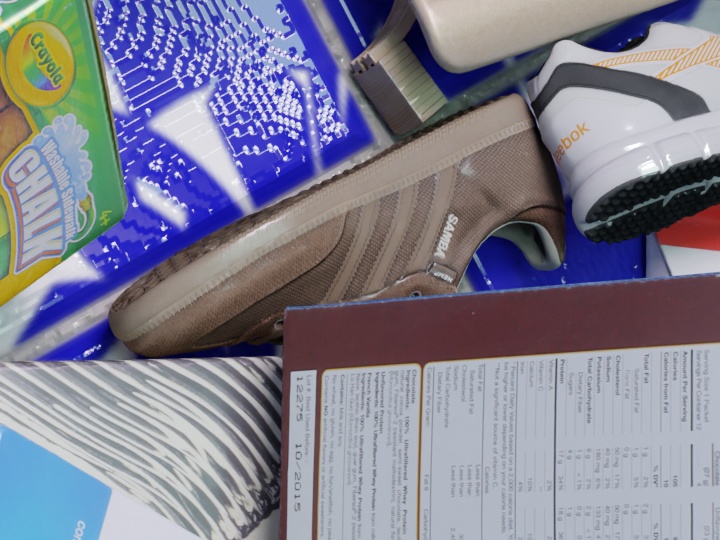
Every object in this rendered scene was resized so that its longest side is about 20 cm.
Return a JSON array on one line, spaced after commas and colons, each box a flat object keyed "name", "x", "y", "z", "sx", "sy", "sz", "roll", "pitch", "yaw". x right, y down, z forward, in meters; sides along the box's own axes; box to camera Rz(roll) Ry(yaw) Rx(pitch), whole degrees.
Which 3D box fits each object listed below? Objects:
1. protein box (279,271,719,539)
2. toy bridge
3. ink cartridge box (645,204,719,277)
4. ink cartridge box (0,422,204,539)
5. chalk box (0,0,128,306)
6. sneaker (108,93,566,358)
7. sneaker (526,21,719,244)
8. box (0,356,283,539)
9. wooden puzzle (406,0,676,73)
[{"name": "protein box", "x": 0.107, "y": 0.083, "z": 1.098, "sx": 0.198, "sy": 0.199, "sz": 0.136, "roll": 12, "pitch": 76, "yaw": -54}, {"name": "toy bridge", "x": 0.069, "y": -0.141, "z": 1.245, "sx": 0.200, "sy": 0.027, "sz": 0.067, "roll": -41, "pitch": 98, "yaw": -23}, {"name": "ink cartridge box", "x": 0.197, "y": 0.015, "z": 1.270, "sx": 0.160, "sy": 0.050, "sz": 0.201, "roll": 6, "pitch": 82, "yaw": -23}, {"name": "ink cartridge box", "x": -0.092, "y": 0.144, "z": 1.004, "sx": 0.199, "sy": 0.144, "sz": 0.085, "roll": 32, "pitch": 56, "yaw": -29}, {"name": "chalk box", "x": -0.164, "y": -0.060, "z": 1.054, "sx": 0.200, "sy": 0.125, "sz": 0.124, "roll": -37, "pitch": 55, "yaw": -22}, {"name": "sneaker", "x": 0.000, "y": 0.000, "z": 1.172, "sx": 0.199, "sy": 0.070, "sz": 0.076, "roll": -28, "pitch": 95, "yaw": -24}, {"name": "sneaker", "x": 0.152, "y": -0.072, "z": 1.227, "sx": 0.199, "sy": 0.074, "sz": 0.080, "roll": -11, "pitch": 62, "yaw": -39}, {"name": "box", "x": -0.097, "y": 0.074, "z": 1.119, "sx": 0.199, "sy": 0.068, "sz": 0.083, "roll": -2, "pitch": 85, "yaw": -24}, {"name": "wooden puzzle", "x": 0.064, "y": -0.189, "z": 1.227, "sx": 0.184, "sy": 0.037, "sz": 0.201, "roll": -20, "pitch": 75, "yaw": -25}]
